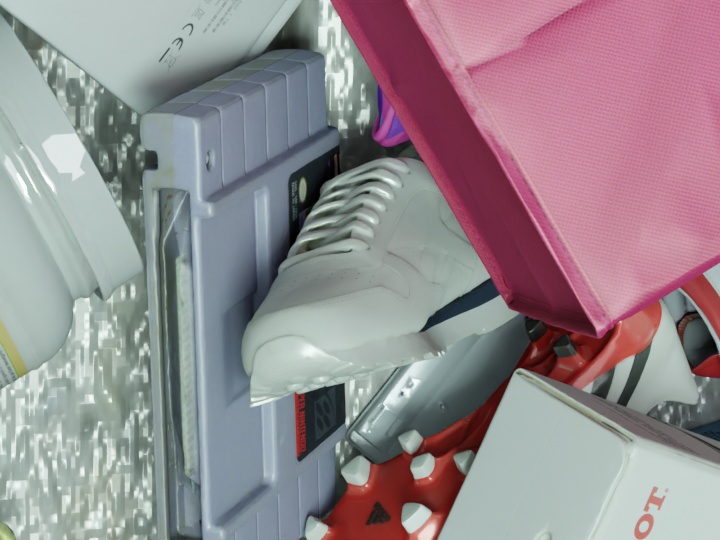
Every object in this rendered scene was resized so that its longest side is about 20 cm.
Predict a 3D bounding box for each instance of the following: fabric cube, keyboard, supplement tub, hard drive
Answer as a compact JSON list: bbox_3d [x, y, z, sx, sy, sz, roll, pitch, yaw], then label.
[{"bbox_3d":[0.101,-0.115,0.900,0.199,0.196,0.201,-31,96,-3],"label":"fabric cube"},{"bbox_3d":[0.076,0.012,1.123,0.056,0.011,0.200,39,89,-14],"label":"keyboard"},{"bbox_3d":[-0.197,-0.001,0.964,0.199,0.145,0.146,-31,109,-9],"label":"supplement tub"},{"bbox_3d":[-0.071,-0.133,0.969,0.132,0.026,0.200,-53,155,-1],"label":"hard drive"}]

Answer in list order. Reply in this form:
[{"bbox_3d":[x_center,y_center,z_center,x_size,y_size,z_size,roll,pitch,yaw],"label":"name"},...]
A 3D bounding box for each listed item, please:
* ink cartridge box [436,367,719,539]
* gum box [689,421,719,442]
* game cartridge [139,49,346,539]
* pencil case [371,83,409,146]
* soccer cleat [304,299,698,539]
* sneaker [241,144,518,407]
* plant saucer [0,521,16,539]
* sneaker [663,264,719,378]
[{"bbox_3d":[0.123,0.141,1.053,0.199,0.084,0.145,21,95,-40],"label":"ink cartridge box"},{"bbox_3d":[0.125,0.169,1.157,0.199,0.045,0.171,-15,106,-13],"label":"gum box"},{"bbox_3d":[-0.043,0.021,1.031,0.038,0.130,0.201,7,109,25],"label":"game cartridge"},{"bbox_3d":[0.104,-0.067,1.044,0.199,0.088,0.089,16,97,-10],"label":"pencil case"},{"bbox_3d":[0.060,0.087,1.080,0.200,0.069,0.085,-44,123,-9],"label":"soccer cleat"},{"bbox_3d":[0.000,0.000,1.018,0.076,0.200,0.081,-10,97,21],"label":"sneaker"},{"bbox_3d":[-0.245,0.191,1.043,0.199,0.048,0.201,1,101,-17],"label":"plant saucer"},{"bbox_3d":[0.212,0.039,1.142,0.112,0.071,0.200,-45,103,-8],"label":"sneaker"}]
